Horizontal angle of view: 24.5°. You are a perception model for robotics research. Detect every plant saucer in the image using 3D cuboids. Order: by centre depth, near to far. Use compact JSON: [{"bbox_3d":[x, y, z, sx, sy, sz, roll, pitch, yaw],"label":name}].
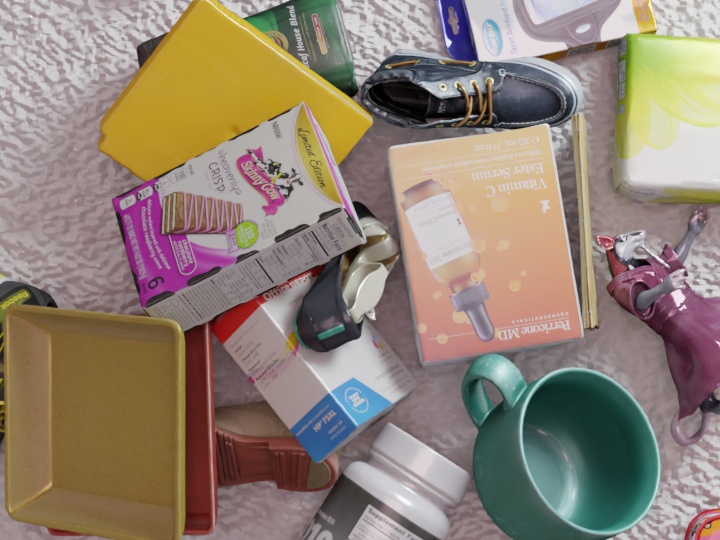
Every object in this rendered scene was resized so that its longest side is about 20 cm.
[{"bbox_3d":[-0.227,0.133,1.473,0.199,0.048,0.201,5,96,30],"label":"plant saucer"},{"bbox_3d":[-0.207,0.141,1.522,0.199,0.037,0.201,-6,84,32],"label":"plant saucer"}]

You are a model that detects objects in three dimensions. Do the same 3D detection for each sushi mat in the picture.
[{"bbox_3d":[0.210,-0.044,1.542,0.012,0.096,0.201,-4,85,12],"label":"sushi mat"}]

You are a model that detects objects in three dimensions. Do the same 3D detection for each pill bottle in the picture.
[{"bbox_3d":[0.010,0.247,1.509,0.114,0.114,0.200,32,85,3],"label":"pill bottle"}]

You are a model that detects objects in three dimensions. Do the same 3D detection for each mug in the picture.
[{"bbox_3d":[0.173,0.162,1.502,0.151,0.114,0.186,-10,74,-31],"label":"mug"}]

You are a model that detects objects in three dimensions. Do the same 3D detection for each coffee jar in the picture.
[{"bbox_3d":[-0.107,-0.192,1.564,0.199,0.085,0.105,-16,85,0],"label":"coffee jar"}]

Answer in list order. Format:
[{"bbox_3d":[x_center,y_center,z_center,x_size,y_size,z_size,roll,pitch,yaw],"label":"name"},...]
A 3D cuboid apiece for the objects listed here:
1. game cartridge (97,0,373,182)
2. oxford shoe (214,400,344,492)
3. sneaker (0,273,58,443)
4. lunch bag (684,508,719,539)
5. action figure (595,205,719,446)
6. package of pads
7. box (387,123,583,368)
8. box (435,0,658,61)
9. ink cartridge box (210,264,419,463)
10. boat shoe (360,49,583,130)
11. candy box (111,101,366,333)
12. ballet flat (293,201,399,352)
[{"bbox_3d":[-0.118,-0.131,1.522,0.200,0.032,0.176,35,107,-20],"label":"game cartridge"},{"bbox_3d":[-0.109,0.156,1.552,0.199,0.074,0.071,10,129,12],"label":"oxford shoe"},{"bbox_3d":[-0.336,0.103,1.535,0.084,0.074,0.201,8,84,22],"label":"sneaker"},{"bbox_3d":[0.361,0.318,1.514,0.175,0.082,0.201,1,85,1],"label":"lunch bag"},{"bbox_3d":[0.292,0.037,1.551,0.200,0.134,0.149,41,129,16],"label":"action figure"},{"bbox_3d":[0.339,-0.138,1.563,0.199,0.068,0.155,4,84,1],"label":"package of pads"},{"bbox_3d":[0.113,-0.020,1.536,0.152,0.106,0.201,-10,84,0],"label":"box"},{"bbox_3d":[0.175,-0.262,1.591,0.199,0.041,0.120,-13,85,-3],"label":"box"},{"bbox_3d":[-0.053,0.063,1.516,0.200,0.116,0.067,51,125,8],"label":"ink cartridge box"},{"bbox_3d":[0.101,-0.157,1.535,0.199,0.091,0.071,8,115,16],"label":"boat shoe"},{"bbox_3d":[-0.110,-0.045,1.467,0.199,0.061,0.137,-26,52,5],"label":"candy box"},{"bbox_3d":[0.000,0.000,1.503,0.073,0.200,0.073,10,129,12],"label":"ballet flat"}]
